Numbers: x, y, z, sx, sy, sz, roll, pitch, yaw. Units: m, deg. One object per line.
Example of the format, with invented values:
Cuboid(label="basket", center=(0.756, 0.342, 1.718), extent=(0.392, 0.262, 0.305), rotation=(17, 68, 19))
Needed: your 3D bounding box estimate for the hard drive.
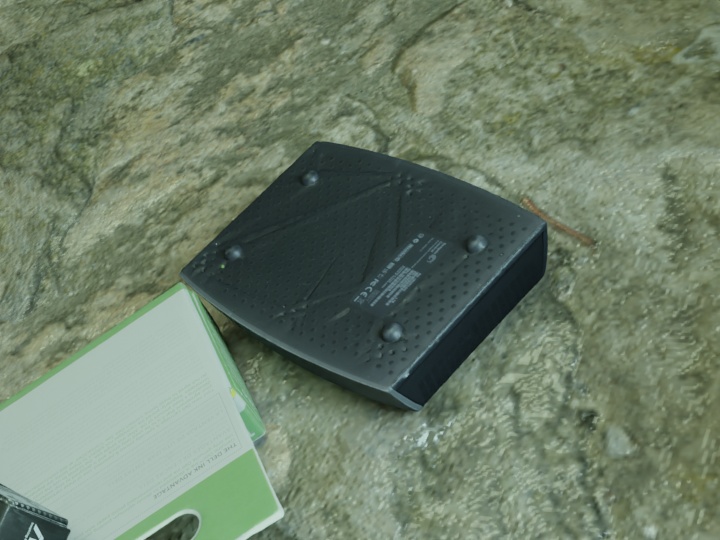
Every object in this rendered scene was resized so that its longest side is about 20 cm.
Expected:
Cuboid(label="hard drive", center=(0.000, 0.000, 0.737), extent=(0.135, 0.042, 0.199), rotation=(-45, 39, -17))

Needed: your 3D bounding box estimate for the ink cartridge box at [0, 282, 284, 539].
Cuboid(label="ink cartridge box", center=(-0.117, 0.109, 0.696), extent=(0.145, 0.048, 0.200), rotation=(-33, 40, 0))

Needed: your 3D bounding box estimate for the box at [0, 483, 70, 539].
Cuboid(label="box", center=(-0.251, 0.180, 0.667), extent=(0.199, 0.047, 0.194), rotation=(12, 76, 44))
